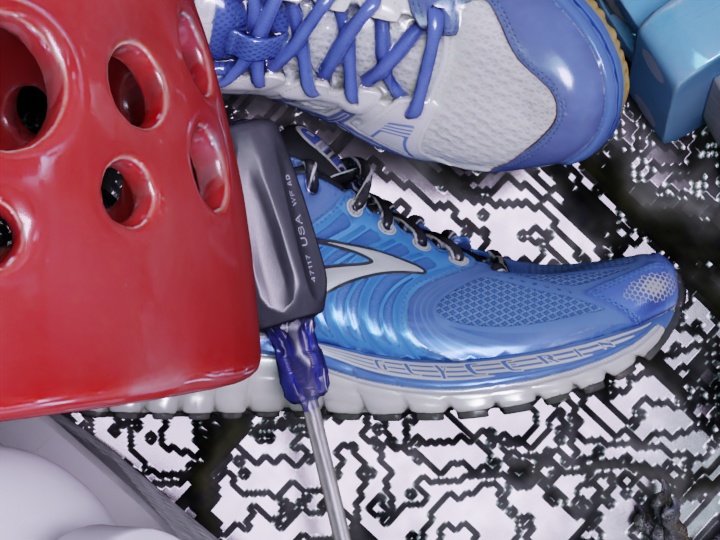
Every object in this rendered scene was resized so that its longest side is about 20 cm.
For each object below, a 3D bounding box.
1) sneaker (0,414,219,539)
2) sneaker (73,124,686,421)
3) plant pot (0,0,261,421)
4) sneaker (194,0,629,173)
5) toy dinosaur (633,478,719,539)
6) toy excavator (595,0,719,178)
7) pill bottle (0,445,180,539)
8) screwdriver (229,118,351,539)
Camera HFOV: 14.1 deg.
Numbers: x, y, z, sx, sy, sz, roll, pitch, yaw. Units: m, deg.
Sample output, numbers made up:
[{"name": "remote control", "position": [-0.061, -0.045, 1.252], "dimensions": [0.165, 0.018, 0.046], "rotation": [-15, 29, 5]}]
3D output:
[{"name": "sneaker", "position": [-0.078, 0.125, 0.830], "dimensions": [0.118, 0.200, 0.074], "rotation": [-54, 133, -1]}, {"name": "sneaker", "position": [0.000, 0.000, 0.878], "dimensions": [0.200, 0.079, 0.089], "rotation": [0, 91, -4]}, {"name": "plant pot", "position": [-0.131, -0.049, 0.744], "dimensions": [0.200, 0.200, 0.183], "rotation": [-4, 91, -4]}, {"name": "sneaker", "position": [-0.023, -0.069, 0.842], "dimensions": [0.200, 0.088, 0.075], "rotation": [21, 118, 21]}, {"name": "toy dinosaur", "position": [0.141, 0.073, 0.905], "dimensions": [0.088, 0.047, 0.200], "rotation": [28, 90, -10]}, {"name": "toy excavator", "position": [0.095, -0.104, 0.891], "dimensions": [0.194, 0.100, 0.200], "rotation": [-30, 77, -4]}, {"name": "pill bottle", "position": [-0.133, 0.100, 0.760], "dimensions": [0.200, 0.111, 0.111], "rotation": [-2, 88, 36]}, {"name": "screwdriver", "position": [-0.011, 0.054, 0.837], "dimensions": [0.028, 0.029, 0.200], "rotation": [-14, 92, 2]}]
